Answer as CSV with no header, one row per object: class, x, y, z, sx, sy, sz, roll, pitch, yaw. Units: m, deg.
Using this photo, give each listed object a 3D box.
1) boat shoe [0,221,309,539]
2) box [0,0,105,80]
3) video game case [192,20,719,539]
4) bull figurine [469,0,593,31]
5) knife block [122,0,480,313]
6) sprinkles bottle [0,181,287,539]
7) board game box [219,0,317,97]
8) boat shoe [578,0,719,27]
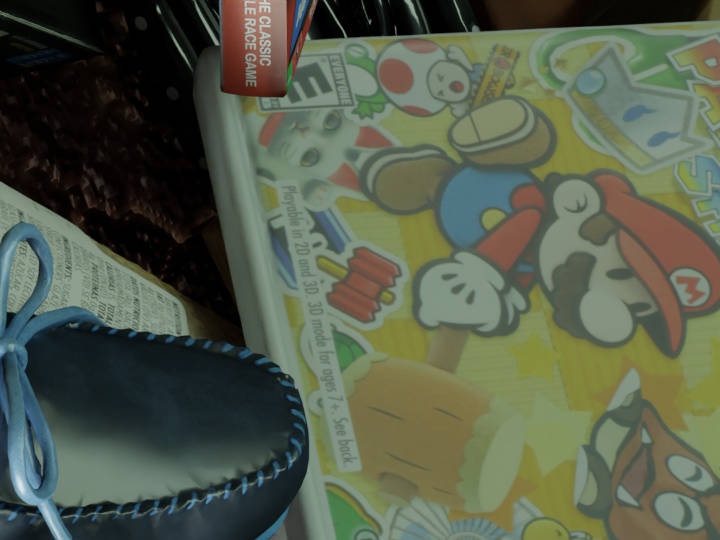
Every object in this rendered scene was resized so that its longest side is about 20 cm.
boat shoe,-0.100,0.036,0.614,0.200,0.069,0.084,-6,45,-26
box,-0.117,-0.130,0.664,0.200,0.049,0.160,5,72,-81
video game case,0.064,0.023,0.726,0.182,0.023,0.200,-4,58,-16
bull figurine,0.046,-0.151,0.928,0.121,0.065,0.200,-22,97,-46
knife block,0.000,0.000,0.829,0.176,0.064,0.200,24,61,-44
sprinkles bottle,-0.083,0.019,0.714,0.200,0.068,0.068,32,55,-42
board game box,-0.014,-0.136,0.769,0.200,0.019,0.103,-77,168,-59
boat shoe,0.087,-0.022,0.838,0.065,0.072,0.200,50,39,-28
